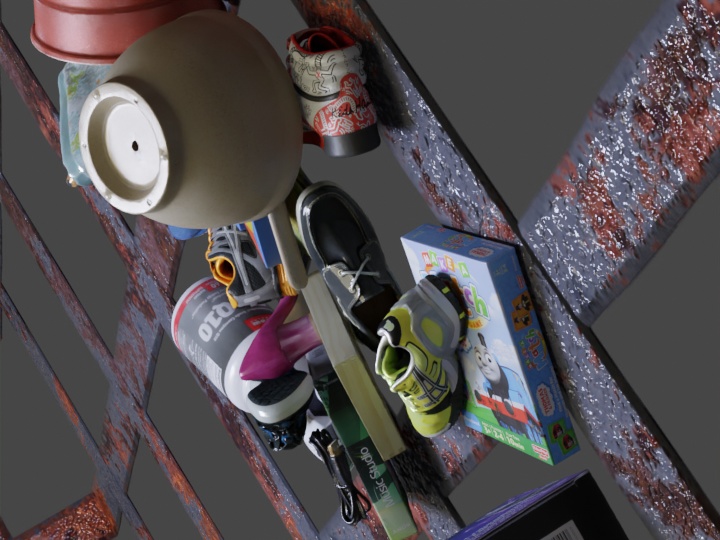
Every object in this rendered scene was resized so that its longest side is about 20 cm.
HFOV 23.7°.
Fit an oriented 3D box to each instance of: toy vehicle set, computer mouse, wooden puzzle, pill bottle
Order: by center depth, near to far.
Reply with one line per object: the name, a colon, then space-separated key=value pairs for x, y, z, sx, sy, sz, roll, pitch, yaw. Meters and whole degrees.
wooden puzzle: x=-0.114 y=-0.094 z=1.713 sx=0.200 sy=0.046 sz=0.187 roll=-121 pitch=13 yaw=-60
toy vehicle set: x=-0.010 y=0.094 z=1.751 sx=0.125 sy=0.026 sz=0.200 roll=63 pitch=180 yaw=-27
computer mouse: x=-0.038 y=0.194 z=1.888 sx=0.110 sy=0.044 sz=0.200 roll=62 pitch=-179 yaw=-20
pill bottle: x=-0.130 y=0.096 z=2.021 sx=0.200 sy=0.113 sz=0.115 roll=38 pitch=148 yaw=45

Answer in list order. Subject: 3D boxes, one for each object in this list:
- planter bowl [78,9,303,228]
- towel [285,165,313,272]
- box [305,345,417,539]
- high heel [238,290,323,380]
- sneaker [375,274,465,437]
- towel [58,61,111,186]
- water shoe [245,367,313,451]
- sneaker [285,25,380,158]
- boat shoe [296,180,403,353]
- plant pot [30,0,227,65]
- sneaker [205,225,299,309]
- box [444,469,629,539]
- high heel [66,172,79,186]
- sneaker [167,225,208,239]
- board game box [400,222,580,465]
planter bowl: x=-0.168 y=-0.125 z=1.551 sx=0.199 sy=0.134 sz=0.202 roll=16 pitch=116 yaw=36
towel: x=-0.087 y=-0.071 z=1.848 sx=0.144 sy=0.023 sz=0.200 roll=54 pitch=158 yaw=17
box: x=0.000 y=0.184 z=1.862 sx=0.201 sy=0.036 sz=0.144 roll=63 pitch=-179 yaw=-10
high heel: x=-0.091 y=0.072 z=1.845 sx=0.068 sy=0.095 sz=0.200 roll=63 pitch=179 yaw=-16
sneaker: x=0.047 y=0.086 z=1.559 sx=0.075 sy=0.076 sz=0.201 roll=45 pitch=155 yaw=35
towel: x=-0.246 y=-0.201 z=1.795 sx=0.048 sy=0.171 sz=0.201 roll=35 pitch=-154 yaw=-37
water shoe: x=-0.075 y=0.149 z=1.789 sx=0.200 sy=0.071 sz=0.080 roll=-119 pitch=12 yaw=-85
sneaker: x=-0.045 y=-0.172 z=1.578 sx=0.201 sy=0.067 sz=0.109 roll=25 pitch=129 yaw=63
boat shoe: x=0.000 y=0.000 z=1.662 sx=0.068 sy=0.071 sz=0.201 roll=43 pitch=162 yaw=58
plant pot: x=-0.239 y=-0.332 z=1.671 sx=0.200 sy=0.199 sz=0.197 roll=36 pitch=140 yaw=48
sneaker: x=-0.136 y=-0.026 z=1.867 sx=0.200 sy=0.077 sz=0.079 roll=49 pitch=161 yaw=53
box: x=0.143 y=0.274 z=1.566 sx=0.105 sy=0.147 sz=0.200 roll=60 pitch=158 yaw=5
high heel: x=-0.235 y=-0.141 z=1.816 sx=0.071 sy=0.200 sz=0.143 roll=48 pitch=-175 yaw=-24
sneaker: x=-0.217 y=-0.093 z=2.023 sx=0.079 sy=0.089 sz=0.200 roll=55 pitch=158 yaw=18
board game box: x=0.115 y=0.063 z=1.530 sx=0.151 sy=0.036 sz=0.202 roll=19 pitch=132 yaw=61
